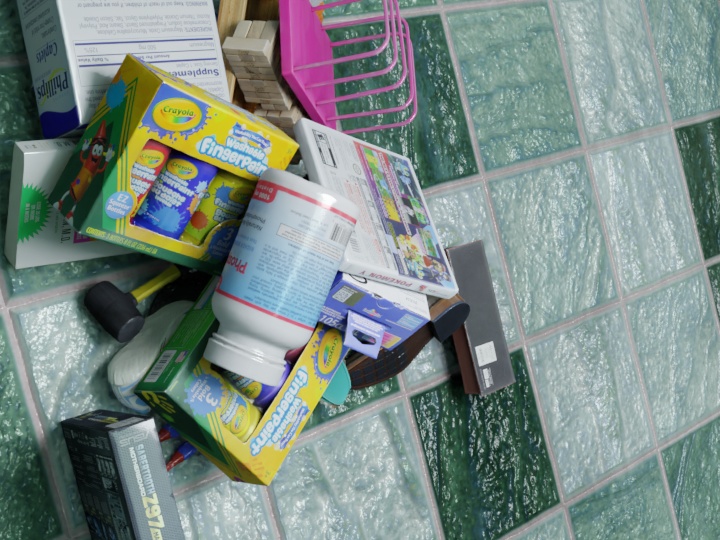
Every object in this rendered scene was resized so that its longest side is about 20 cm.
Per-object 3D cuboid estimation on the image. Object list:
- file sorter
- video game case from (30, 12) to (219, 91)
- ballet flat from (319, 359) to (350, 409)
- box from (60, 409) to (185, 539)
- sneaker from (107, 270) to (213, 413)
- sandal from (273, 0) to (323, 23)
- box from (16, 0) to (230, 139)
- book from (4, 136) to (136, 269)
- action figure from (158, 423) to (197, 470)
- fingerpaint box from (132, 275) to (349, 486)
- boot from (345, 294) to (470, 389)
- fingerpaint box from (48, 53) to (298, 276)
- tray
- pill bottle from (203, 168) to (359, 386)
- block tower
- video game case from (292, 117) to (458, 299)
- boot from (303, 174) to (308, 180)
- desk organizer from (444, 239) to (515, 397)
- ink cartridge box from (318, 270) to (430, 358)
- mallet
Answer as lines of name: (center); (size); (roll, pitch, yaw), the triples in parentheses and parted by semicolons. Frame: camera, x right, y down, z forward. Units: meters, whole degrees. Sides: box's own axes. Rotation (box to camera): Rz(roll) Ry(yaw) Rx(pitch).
file sorter: (-0.009, -0.261, 1.293); (0.200, 0.124, 0.140); (50, 34, -69)
video game case: (-0.251, -0.244, 1.246); (0.199, 0.045, 0.183); (26, 69, -34)
ballet flat: (-0.084, 0.081, 1.321); (0.072, 0.071, 0.201); (-49, 116, -33)
box: (-0.235, 0.223, 1.090); (0.051, 0.200, 0.159); (-15, 92, -27)
sneaker: (-0.208, 0.073, 1.227); (0.200, 0.071, 0.073); (-53, 144, -33)
sandal: (-0.081, -0.346, 1.388); (0.079, 0.059, 0.209); (26, 74, -73)
box: (-0.251, -0.247, 1.150); (0.183, 0.105, 0.202); (-12, 92, -38)
book: (-0.272, -0.081, 1.160); (0.199, 0.048, 0.135); (-11, 130, -37)
action figure: (-0.166, 0.165, 1.256); (0.200, 0.051, 0.066); (-41, 105, -38)
fingerpaint box: (-0.121, 0.104, 1.198); (0.167, 0.073, 0.201); (48, 58, -27)
boot: (0.037, 0.074, 1.431); (0.199, 0.097, 0.075); (-30, 143, -14)
fingerpaint box: (-0.183, -0.099, 1.107); (0.199, 0.073, 0.168); (21, 105, -51)
tray: (-0.140, -0.247, 1.299); (0.099, 0.037, 0.202); (22, 74, -69)
pill bottle: (-0.084, 0.008, 1.104); (0.108, 0.108, 0.202); (24, 87, -34)
block tower: (-0.100, -0.209, 1.292); (0.201, 0.053, 0.058); (67, 34, -54)
video game case: (0.017, -0.069, 1.243); (0.181, 0.023, 0.201); (15, 46, -42)
boot: (-0.041, -0.033, 1.364); (0.211, 0.079, 0.159); (-42, 110, -35)
desk organizer: (0.140, 0.067, 1.498); (0.071, 0.077, 0.202); (-16, 94, -39)
ink cartridge box: (0.000, 0.000, 1.241); (0.136, 0.076, 0.201); (25, 39, -34)
mallet: (-0.204, 0.011, 1.212); (0.199, 0.041, 0.066); (-28, 64, -26)
